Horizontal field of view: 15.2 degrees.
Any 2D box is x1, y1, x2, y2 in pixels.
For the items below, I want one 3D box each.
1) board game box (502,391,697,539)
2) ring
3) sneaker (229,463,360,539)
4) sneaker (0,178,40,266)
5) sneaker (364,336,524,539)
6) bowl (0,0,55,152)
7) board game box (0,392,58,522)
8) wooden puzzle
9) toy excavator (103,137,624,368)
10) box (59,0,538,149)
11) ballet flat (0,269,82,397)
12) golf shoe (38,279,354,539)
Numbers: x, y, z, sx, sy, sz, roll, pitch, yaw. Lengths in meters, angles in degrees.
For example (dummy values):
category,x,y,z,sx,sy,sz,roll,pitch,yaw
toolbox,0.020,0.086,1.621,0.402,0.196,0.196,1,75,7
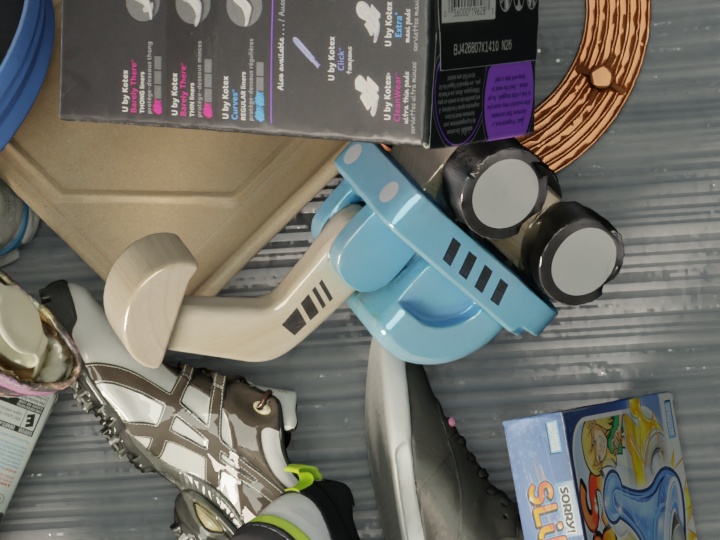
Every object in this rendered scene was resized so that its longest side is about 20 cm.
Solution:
category,x,y,z,sx,sy,sz,roll,pitch,yaw
board game box,0.131,0.165,1.329,0.034,0.135,0.202,-12,87,29
ring,0.053,-0.138,1.407,0.199,0.019,0.202,0,88,3
sneaker,0.003,0.185,1.347,0.071,0.083,0.201,4,128,40
sneaker,-0.270,-0.024,1.386,0.198,0.087,0.076,-12,88,4
sneaker,0.062,0.119,1.373,0.098,0.071,0.202,-11,83,-9
bowl,-0.242,-0.100,1.358,0.199,0.039,0.202,-17,50,21
board game box,-0.257,0.124,1.345,0.064,0.147,0.201,22,87,45
wooden puzzle,-0.099,-0.091,1.385,0.200,0.037,0.185,43,80,17
toy excavator,0.000,0.000,1.322,0.200,0.100,0.194,-49,124,4
box,-0.028,-0.118,1.259,0.199,0.122,0.107,5,98,28
ballet flat,-0.204,0.002,1.268,0.071,0.200,0.070,-1,61,44
golf shoe,-0.084,0.074,1.381,0.094,0.078,0.200,-38,95,-5
